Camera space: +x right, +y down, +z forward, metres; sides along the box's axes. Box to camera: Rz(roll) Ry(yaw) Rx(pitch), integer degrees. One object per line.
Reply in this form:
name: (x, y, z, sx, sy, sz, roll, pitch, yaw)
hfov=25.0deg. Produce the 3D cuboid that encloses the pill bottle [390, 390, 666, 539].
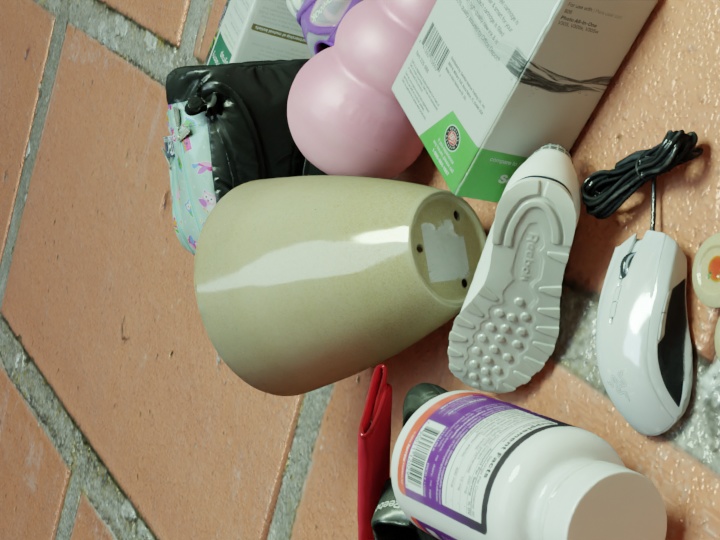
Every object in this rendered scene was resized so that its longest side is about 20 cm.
pill bottle: (0.115, 0.154, 1.117, 0.200, 0.111, 0.111, 16, 96, 60)

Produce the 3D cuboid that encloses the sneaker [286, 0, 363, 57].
sneaker: (0.002, -0.242, 1.463, 0.200, 0.080, 0.089, -35, 60, 58)

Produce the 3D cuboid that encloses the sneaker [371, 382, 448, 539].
sneaker: (0.048, 0.174, 1.250, 0.066, 0.090, 0.200, -44, 46, 46)

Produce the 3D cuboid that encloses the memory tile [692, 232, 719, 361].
memory tile: (0.269, 0.033, 0.975, 0.153, 0.017, 0.200, -50, 43, 43)

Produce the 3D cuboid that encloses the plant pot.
plant pot: (0.000, 0.000, 1.320, 0.200, 0.187, 0.187, -12, 72, 44)

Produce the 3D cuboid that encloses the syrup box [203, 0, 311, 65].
syrup box: (-0.097, -0.223, 1.614, 0.200, 0.081, 0.079, -65, 27, 26)

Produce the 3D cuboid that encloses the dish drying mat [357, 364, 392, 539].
dish drying mat: (0.011, 0.169, 1.289, 0.077, 0.018, 0.200, -73, -11, -46)

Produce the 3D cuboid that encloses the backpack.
backpack: (-0.107, -0.097, 1.542, 0.127, 0.167, 0.200, 11, 107, 56)

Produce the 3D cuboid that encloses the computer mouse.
computer mouse: (0.187, 0.010, 1.097, 0.110, 0.044, 0.200, -21, 65, 56)

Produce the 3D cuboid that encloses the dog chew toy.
dog chew toy: (0.024, -0.171, 1.362, 0.200, 0.124, 0.125, -56, 37, 24)

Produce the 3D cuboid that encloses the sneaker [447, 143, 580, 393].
sneaker: (0.119, 0.003, 1.205, 0.081, 0.076, 0.200, -72, 1, -57)

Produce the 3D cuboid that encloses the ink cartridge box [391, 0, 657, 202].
ink cartridge box: (0.120, -0.170, 1.220, 0.200, 0.084, 0.146, -61, 35, 31)
